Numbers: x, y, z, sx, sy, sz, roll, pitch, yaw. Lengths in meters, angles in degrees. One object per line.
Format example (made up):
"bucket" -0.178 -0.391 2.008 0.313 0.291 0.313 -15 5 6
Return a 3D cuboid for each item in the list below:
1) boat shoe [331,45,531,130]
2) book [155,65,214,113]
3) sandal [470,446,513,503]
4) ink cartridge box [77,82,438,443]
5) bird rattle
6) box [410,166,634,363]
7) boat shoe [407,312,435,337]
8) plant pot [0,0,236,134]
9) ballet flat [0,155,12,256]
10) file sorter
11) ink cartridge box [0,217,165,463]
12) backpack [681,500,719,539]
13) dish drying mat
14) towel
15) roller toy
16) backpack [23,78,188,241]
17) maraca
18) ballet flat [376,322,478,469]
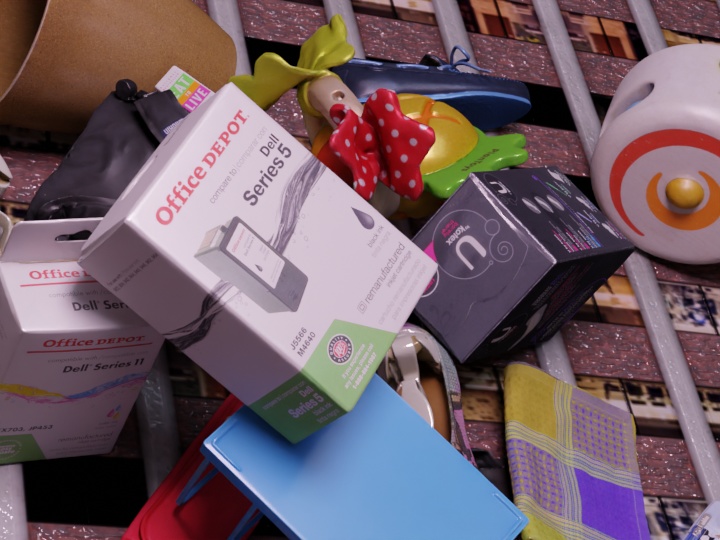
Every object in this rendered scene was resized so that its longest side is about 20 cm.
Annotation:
"boat shoe" 0.069 -0.177 1.832 0.200 0.084 0.069 3 60 -29
"book" -0.071 -0.080 1.577 0.048 0.134 0.200 -49 52 -6
"sandal" 0.089 0.166 1.545 0.200 0.045 0.075 1 51 -28
"ink cartridge box" -0.068 -0.005 1.335 0.200 0.084 0.146 41 54 -12
"bird rattle" -0.004 -0.109 1.588 0.113 0.163 0.200 -37 54 -16
"box" 0.125 -0.008 1.626 0.106 0.122 0.200 47 21 15
"boat shoe" 0.002 -0.001 1.641 0.074 0.068 0.199 -16 59 -38
"plant pot" -0.211 -0.187 1.643 0.200 0.186 0.187 18 42 -31
"ballet flat" -0.308 -0.057 1.540 0.065 0.070 0.200 21 47 -33
"file sorter" -0.012 0.175 1.402 0.200 0.123 0.139 43 55 7
"ink cartridge box" -0.209 0.051 1.380 0.117 0.200 0.067 -4 51 -30
"backpack" 0.285 0.277 1.448 0.154 0.200 0.191 13 43 30
"dish drying mat" -0.102 0.159 1.470 0.077 0.018 0.200 33 42 3
"towel" 0.177 0.168 1.582 0.144 0.023 0.200 28 38 -23
"roller toy" 0.312 -0.103 1.823 0.182 0.200 0.140 1 37 21
"backpack" -0.143 -0.034 1.541 0.200 0.127 0.167 27 73 9
"maraca" 0.053 -0.097 1.698 0.200 0.107 0.137 9 37 43
"ballet flat" 0.043 0.097 1.512 0.069 0.071 0.200 -20 47 4
